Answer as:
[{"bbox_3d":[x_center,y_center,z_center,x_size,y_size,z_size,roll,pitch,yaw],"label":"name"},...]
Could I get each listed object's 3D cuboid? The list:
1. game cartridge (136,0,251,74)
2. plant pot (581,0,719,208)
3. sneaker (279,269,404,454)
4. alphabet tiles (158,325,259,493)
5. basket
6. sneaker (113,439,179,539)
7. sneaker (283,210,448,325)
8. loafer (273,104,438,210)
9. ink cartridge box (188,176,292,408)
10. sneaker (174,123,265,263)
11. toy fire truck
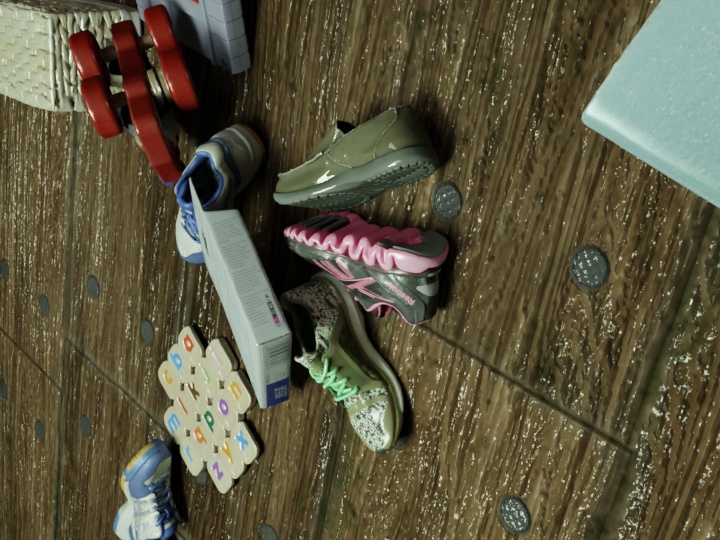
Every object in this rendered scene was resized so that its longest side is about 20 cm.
[{"bbox_3d":[-0.200,-0.312,0.966,0.200,0.038,0.130,35,150,35],"label":"game cartridge"},{"bbox_3d":[0.280,-0.108,0.446,0.200,0.196,0.196,44,128,18],"label":"plant pot"},{"bbox_3d":[-0.029,0.097,0.875,0.077,0.089,0.200,-37,73,44],"label":"sneaker"},{"bbox_3d":[-0.197,0.179,1.122,0.196,0.015,0.200,55,133,21],"label":"alphabet tiles"},{"bbox_3d":[-0.390,-0.285,1.134,0.200,0.123,0.136,21,115,40],"label":"basket"},{"bbox_3d":[-0.280,0.319,1.201,0.088,0.075,0.200,35,130,22],"label":"sneaker"},{"bbox_3d":[0.000,0.000,0.844,0.200,0.079,0.095,18,123,44],"label":"sneaker"},{"bbox_3d":[-0.008,-0.105,0.830,0.200,0.075,0.070,-13,78,42],"label":"loafer"},{"bbox_3d":[-0.124,0.025,0.924,0.196,0.043,0.200,100,149,-64],"label":"ink cartridge box"},{"bbox_3d":[-0.184,-0.080,0.987,0.075,0.088,0.200,39,128,13],"label":"sneaker"},{"bbox_3d":[-0.235,-0.184,0.975,0.168,0.112,0.200,75,173,-54],"label":"toy fire truck"}]
